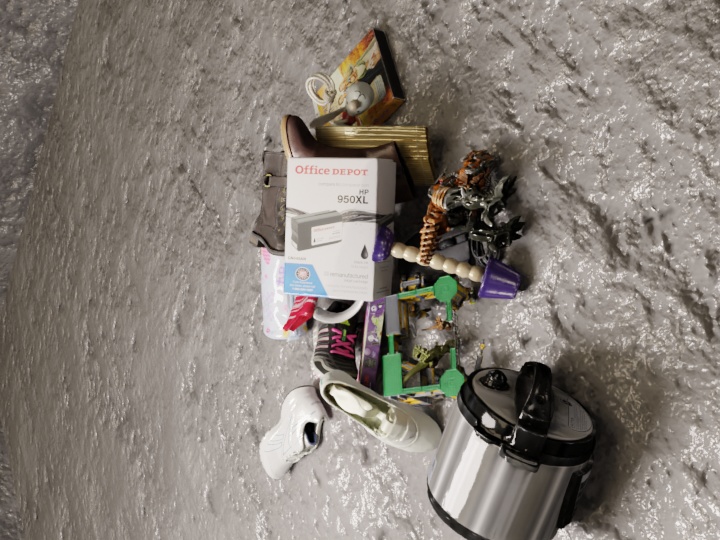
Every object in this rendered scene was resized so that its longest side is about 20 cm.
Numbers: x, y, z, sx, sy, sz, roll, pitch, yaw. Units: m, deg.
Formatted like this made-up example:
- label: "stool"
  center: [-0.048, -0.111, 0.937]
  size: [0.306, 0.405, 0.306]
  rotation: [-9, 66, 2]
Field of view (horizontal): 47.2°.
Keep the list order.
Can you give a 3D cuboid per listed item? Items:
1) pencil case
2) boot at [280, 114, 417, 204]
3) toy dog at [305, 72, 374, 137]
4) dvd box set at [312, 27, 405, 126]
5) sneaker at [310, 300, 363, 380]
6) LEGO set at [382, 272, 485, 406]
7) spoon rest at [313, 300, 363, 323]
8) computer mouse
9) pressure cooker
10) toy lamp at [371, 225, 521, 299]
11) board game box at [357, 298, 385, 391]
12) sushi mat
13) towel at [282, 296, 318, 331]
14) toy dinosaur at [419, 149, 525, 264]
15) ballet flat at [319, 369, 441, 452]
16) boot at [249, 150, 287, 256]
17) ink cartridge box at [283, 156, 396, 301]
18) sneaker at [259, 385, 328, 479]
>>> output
- label: "pencil case"
  center: [-0.135, 0.023, 1.491]
  size: [0.090, 0.083, 0.202]
  rotation: [14, 108, 45]
- label: "boot"
  center: [-0.018, -0.172, 1.270]
  size: [0.165, 0.072, 0.201]
  rotation: [-19, 108, 26]
- label: "toy dog"
  center: [-0.045, -0.212, 1.350]
  size: [0.131, 0.097, 0.201]
  rotation: [16, 135, 14]
- label: "dvd box set"
  center: [-0.008, -0.295, 1.416]
  size: [0.200, 0.029, 0.148]
  rotation: [-38, 58, 45]
- label: "sneaker"
  center: [-0.035, 0.114, 1.343]
  size: [0.200, 0.073, 0.088]
  rotation: [-103, 34, -64]
- label: "LEGO set"
  center: [0.110, 0.111, 1.176]
  size: [0.153, 0.116, 0.202]
  rotation: [-21, 64, 24]
- label: "spoon rest"
  center: [0.000, 0.000, 1.286]
  size: [0.201, 0.060, 0.099]
  rotation: [-58, 6, 16]
- label: "computer mouse"
  center: [0.111, -0.033, 1.208]
  size: [0.200, 0.052, 0.140]
  rotation: [-39, 57, 45]
- label: "pressure cooker"
  center: [0.183, 0.209, 0.981]
  size: [0.176, 0.177, 0.202]
  rotation: [41, 120, 51]
- label: "toy lamp"
  center: [0.116, -0.007, 1.107]
  size: [0.198, 0.058, 0.059]
  rotation: [18, 105, 10]
- label: "board game box"
  center: [0.015, 0.124, 1.295]
  size: [0.120, 0.032, 0.202]
  rotation: [-47, -36, -85]
- label: "sushi mat"
  center: [0.021, -0.179, 1.279]
  size: [0.198, 0.012, 0.096]
  rotation: [6, 123, 29]
- label: "towel"
  center: [-0.078, 0.002, 1.395]
  size: [0.145, 0.022, 0.202]
  rotation: [142, 149, -66]
- label: "toy dinosaur"
  center: [0.141, -0.081, 1.102]
  size: [0.135, 0.102, 0.201]
  rotation: [17, 76, 34]
- label: "ballet flat"
  center: [0.024, 0.212, 1.204]
  size: [0.199, 0.069, 0.070]
  rotation: [29, 115, 9]
- label: "boot"
  center: [-0.120, -0.115, 1.362]
  size: [0.199, 0.069, 0.176]
  rotation: [19, 100, 47]
- label: "ink cartridge box"
  center: [-0.030, -0.063, 1.196]
  size: [0.143, 0.084, 0.202]
  rotation: [3, 95, 20]
- label: "sneaker"
  center: [-0.121, 0.304, 1.480]
  size: [0.087, 0.074, 0.201]
  rotation: [47, 124, 39]
